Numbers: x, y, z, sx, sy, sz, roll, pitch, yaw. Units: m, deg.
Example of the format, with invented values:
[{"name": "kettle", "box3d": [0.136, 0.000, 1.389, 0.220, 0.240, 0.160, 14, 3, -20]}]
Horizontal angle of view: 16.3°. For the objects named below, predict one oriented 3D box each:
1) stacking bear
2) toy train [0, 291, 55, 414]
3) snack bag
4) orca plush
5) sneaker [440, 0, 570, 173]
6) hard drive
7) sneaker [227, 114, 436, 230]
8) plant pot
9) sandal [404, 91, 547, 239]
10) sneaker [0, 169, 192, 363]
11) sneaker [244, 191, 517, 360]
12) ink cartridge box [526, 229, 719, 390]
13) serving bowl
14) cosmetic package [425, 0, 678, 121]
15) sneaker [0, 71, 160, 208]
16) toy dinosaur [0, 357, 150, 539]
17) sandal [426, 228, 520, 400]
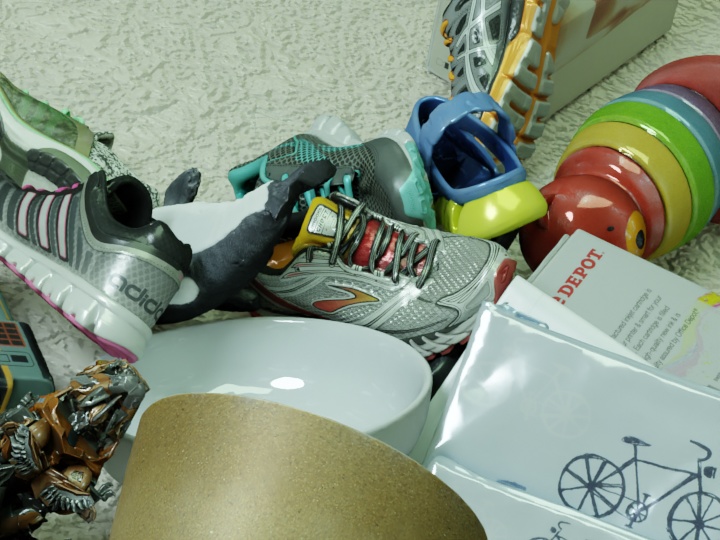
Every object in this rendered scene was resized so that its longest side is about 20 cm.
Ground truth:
[{"name": "stacking bear", "box3d": [0.176, -0.051, 1.642, 0.113, 0.122, 0.200, 13, 33, 33]}, {"name": "toy train", "box3d": [-0.250, 0.032, 1.437, 0.113, 0.086, 0.200, 6, 33, -31]}, {"name": "snack bag", "box3d": [0.119, 0.134, 1.363, 0.187, 0.021, 0.201, 20, 77, 11]}, {"name": "orca plush", "box3d": [-0.080, -0.009, 1.483, 0.071, 0.200, 0.106, 33, 41, -30]}, {"name": "sneaker", "box3d": [0.089, -0.148, 1.707, 0.077, 0.201, 0.078, 12, -9, 24]}, {"name": "hard drive", "box3d": [0.133, 0.112, 1.403, 0.199, 0.132, 0.027, 34, -3, 17]}, {"name": "sneaker", "box3d": [-0.020, -0.046, 1.575, 0.091, 0.078, 0.200, -19, 13, -20]}, {"name": "plant pot", "box3d": [-0.058, 0.192, 1.209, 0.185, 0.187, 0.201, 19, 64, 8]}, {"name": "sandal", "box3d": [0.054, -0.072, 1.597, 0.079, 0.088, 0.200, -21, 11, -21]}, {"name": "sneaker", "box3d": [-0.162, -0.022, 1.462, 0.088, 0.074, 0.200, -49, 43, -5]}, {"name": "sneaker", "box3d": [0.000, 0.000, 1.483, 0.199, 0.082, 0.078, 1, 49, 34]}, {"name": "ink cartridge box", "box3d": [0.177, 0.079, 1.494, 0.199, 0.084, 0.145, 26, 40, 16]}, {"name": "serving bowl", "box3d": [-0.058, 0.090, 1.402, 0.198, 0.066, 0.200, -2, 19, 1]}, {"name": "cosmetic package", "box3d": [0.147, -0.196, 1.837, 0.103, 0.088, 0.200, 29, 40, 21]}, {"name": "sneaker", "box3d": [-0.202, -0.078, 1.608, 0.088, 0.077, 0.200, -10, 46, -47]}, {"name": "toy dinosaur", "box3d": [-0.185, 0.127, 1.285, 0.102, 0.201, 0.136, 29, 1, -14]}, {"name": "sandal", "box3d": [0.061, 0.036, 1.541, 0.048, 0.075, 0.201, 47, 35, -15]}]
